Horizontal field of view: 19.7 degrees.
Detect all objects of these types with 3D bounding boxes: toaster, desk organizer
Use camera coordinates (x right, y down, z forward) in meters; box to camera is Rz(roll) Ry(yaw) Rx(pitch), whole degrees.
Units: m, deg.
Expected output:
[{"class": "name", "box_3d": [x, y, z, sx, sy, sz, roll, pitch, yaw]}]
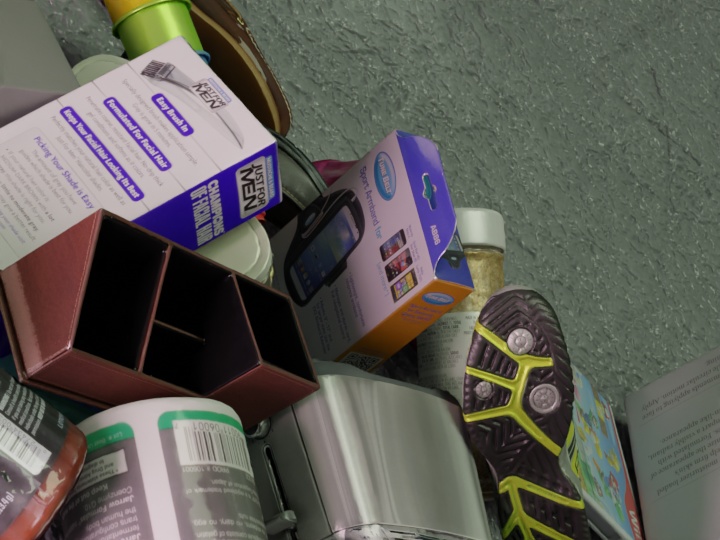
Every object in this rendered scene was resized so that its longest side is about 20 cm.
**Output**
[{"class": "toaster", "box_3d": [0.005, 0.144, 1.309, 0.200, 0.113, 0.130, 19, 49, -48]}, {"class": "desk organizer", "box_3d": [-0.111, 0.036, 1.173, 0.200, 0.077, 0.072, 27, 38, -57]}]

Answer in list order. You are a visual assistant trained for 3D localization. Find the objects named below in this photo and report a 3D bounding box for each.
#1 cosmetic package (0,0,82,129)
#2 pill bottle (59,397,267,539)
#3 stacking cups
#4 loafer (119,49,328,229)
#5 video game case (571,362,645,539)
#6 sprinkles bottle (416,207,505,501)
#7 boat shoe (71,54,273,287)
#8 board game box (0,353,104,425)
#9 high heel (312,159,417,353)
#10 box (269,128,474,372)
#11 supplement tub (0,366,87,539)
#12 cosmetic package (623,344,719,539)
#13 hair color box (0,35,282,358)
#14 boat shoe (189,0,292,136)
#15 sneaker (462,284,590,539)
[{"class": "cosmetic package", "box_3d": [-0.275, -0.109, 1.213, 0.200, 0.107, 0.090, 1, 52, -52]}, {"class": "pill bottle", "box_3d": [-0.101, 0.181, 1.140, 0.113, 0.113, 0.201, 13, 55, -43]}, {"class": "stacking cups", "box_3d": [-0.119, -0.114, 1.373, 0.060, 0.060, 0.201, -10, 76, -53]}, {"class": "loafer", "box_3d": [-0.099, -0.074, 1.436, 0.200, 0.073, 0.072, 39, 62, -6]}, {"class": "video game case", "box_3d": [0.157, 0.120, 1.530, 0.200, 0.017, 0.143, 45, 27, -50]}, {"class": "sprinkles bottle", "box_3d": [0.072, 0.059, 1.444, 0.068, 0.068, 0.201, 8, 75, -46]}, {"class": "boat shoe", "box_3d": [-0.122, -0.052, 1.305, 0.202, 0.072, 0.060, 51, -11, 24]}, {"class": "board game box", "box_3d": [-0.155, 0.030, 1.282, 0.152, 0.045, 0.201, 27, 41, -32]}, {"class": "high heel", "box_3d": [0.013, 0.006, 1.518, 0.200, 0.096, 0.067, 58, 44, -26]}, {"class": "box", "box_3d": [0.000, 0.000, 1.353, 0.041, 0.200, 0.119, 17, 47, -40]}, {"class": "supplement tub", "box_3d": [-0.248, 0.070, 1.081, 0.200, 0.107, 0.107, 40, 35, -16]}, {"class": "cosmetic package", "box_3d": [0.325, 0.175, 1.594, 0.165, 0.165, 0.201, 34, 37, -36]}, {"class": "hair color box", "box_3d": [-0.158, -0.046, 1.218, 0.200, 0.065, 0.109, -31, 57, -18]}, {"class": "boat shoe", "box_3d": [-0.113, -0.174, 1.498, 0.200, 0.070, 0.070, 52, 38, 1]}, {"class": "sneaker", "box_3d": [0.105, 0.102, 1.360, 0.076, 0.075, 0.201, -96, 179, -70]}]
